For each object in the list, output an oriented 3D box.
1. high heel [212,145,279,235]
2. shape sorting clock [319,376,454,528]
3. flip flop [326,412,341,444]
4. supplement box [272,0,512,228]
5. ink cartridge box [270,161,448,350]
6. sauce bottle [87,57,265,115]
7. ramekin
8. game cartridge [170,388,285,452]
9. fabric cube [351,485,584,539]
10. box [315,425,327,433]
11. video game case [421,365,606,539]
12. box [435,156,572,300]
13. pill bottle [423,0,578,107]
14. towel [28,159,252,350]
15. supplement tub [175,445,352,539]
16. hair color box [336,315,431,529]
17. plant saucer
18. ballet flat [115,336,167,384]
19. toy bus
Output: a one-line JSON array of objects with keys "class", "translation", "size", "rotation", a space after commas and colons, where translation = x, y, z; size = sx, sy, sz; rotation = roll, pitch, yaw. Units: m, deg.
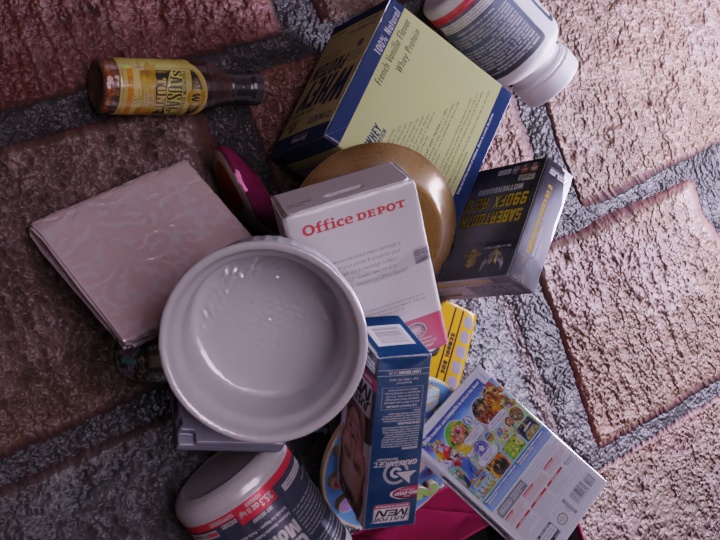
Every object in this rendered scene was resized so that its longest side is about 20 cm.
[{"class": "high heel", "translation": [-0.095, -0.078, 1.380], "size": [0.096, 0.067, 0.200], "rotation": [-39, 118, -21]}, {"class": "shape sorting clock", "translation": [0.041, 0.212, 1.352], "size": [0.200, 0.039, 0.200], "rotation": [-19, 123, -32]}, {"class": "flip flop", "translation": [-0.009, 0.180, 1.362], "size": [0.081, 0.058, 0.200], "rotation": [-22, 124, -29]}, {"class": "supplement box", "translation": [0.039, -0.175, 1.410], "size": [0.200, 0.134, 0.200], "rotation": [33, 69, -24]}, {"class": "ink cartridge box", "translation": [0.000, 0.000, 1.264], "size": [0.146, 0.083, 0.200], "rotation": [-17, 114, -9]}, {"class": "sauce bottle", "translation": [-0.205, -0.209, 1.331], "size": [0.200, 0.066, 0.066], "rotation": [-7, 87, -30]}, {"class": "ramekin", "translation": [-0.093, 0.060, 1.161], "size": [0.200, 0.098, 0.201], "rotation": [0, 102, -1]}, {"class": "game cartridge", "translation": [-0.137, 0.099, 1.256], "size": [0.133, 0.040, 0.200], "rotation": [4, 60, -18]}, {"class": "fabric cube", "translation": [0.139, 0.371, 1.386], "size": [0.200, 0.199, 0.197], "rotation": [-21, 96, -32]}, {"class": "box", "translation": [-0.036, 0.091, 1.384], "size": [0.137, 0.040, 0.201], "rotation": [12, 91, -30]}, {"class": "video game case", "translation": [0.166, 0.218, 1.321], "size": [0.200, 0.018, 0.143], "rotation": [42, 54, 7]}, {"class": "box", "translation": [0.151, -0.046, 1.426], "size": [0.048, 0.200, 0.159], "rotation": [32, 70, -28]}, {"class": "pill bottle", "translation": [0.190, -0.315, 1.552], "size": [0.200, 0.119, 0.120], "rotation": [42, 65, -20]}, {"class": "towel", "translation": [-0.222, -0.022, 1.263], "size": [0.200, 0.032, 0.191], "rotation": [-27, 62, -31]}, {"class": "supplement tub", "translation": [-0.096, 0.292, 1.288], "size": [0.140, 0.140, 0.200], "rotation": [-41, 105, -28]}, {"class": "hair color box", "translation": [0.022, 0.159, 1.231], "size": [0.060, 0.100, 0.201], "rotation": [-3, 112, -18]}, {"class": "plant saucer", "translation": [0.018, -0.043, 1.319], "size": [0.200, 0.035, 0.201], "rotation": [-5, 111, -13]}, {"class": "ballet flat", "translation": [-0.170, 0.089, 1.312], "size": [0.200, 0.072, 0.072], "rotation": [-9, 89, -32]}, {"class": "toy bus", "translation": [0.078, 0.138, 1.458], "size": [0.078, 0.065, 0.200], "rotation": [26, 71, -28]}]
